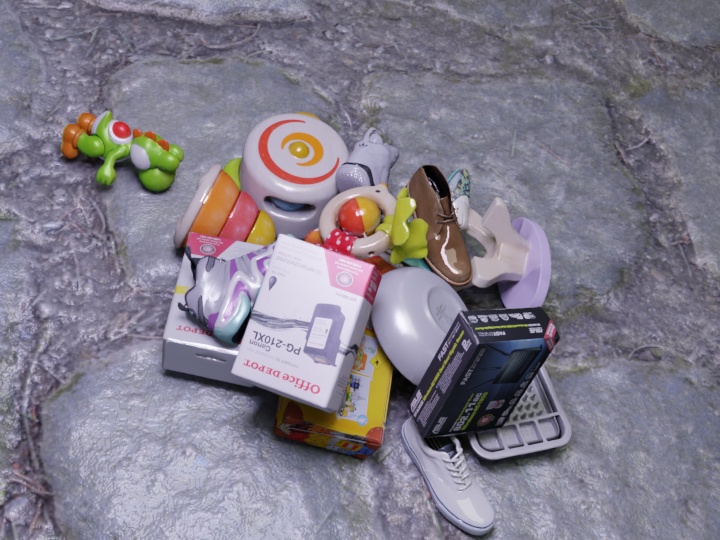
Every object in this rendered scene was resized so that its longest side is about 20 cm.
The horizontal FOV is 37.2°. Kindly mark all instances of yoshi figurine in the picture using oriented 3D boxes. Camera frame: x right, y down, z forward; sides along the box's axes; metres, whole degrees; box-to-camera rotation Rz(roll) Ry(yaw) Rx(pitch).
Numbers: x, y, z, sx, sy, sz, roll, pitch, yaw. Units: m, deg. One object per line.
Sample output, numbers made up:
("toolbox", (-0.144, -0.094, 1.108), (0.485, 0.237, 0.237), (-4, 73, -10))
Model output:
("yoshi figurine", (-0.381, -0.184, 1.745), (0.196, 0.112, 0.114), (17, 84, 12))

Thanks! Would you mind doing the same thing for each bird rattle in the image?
("bird rattle", (0.000, -0.053, 1.593), (0.197, 0.113, 0.165), (-23, 47, 4))

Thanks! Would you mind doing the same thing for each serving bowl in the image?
("serving bowl", (0.107, 0.077, 1.584), (0.198, 0.065, 0.203), (30, 42, -31))

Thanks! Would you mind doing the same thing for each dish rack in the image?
("dish rack", (0.218, 0.199, 1.646), (0.168, 0.044, 0.203), (-7, 57, -19))

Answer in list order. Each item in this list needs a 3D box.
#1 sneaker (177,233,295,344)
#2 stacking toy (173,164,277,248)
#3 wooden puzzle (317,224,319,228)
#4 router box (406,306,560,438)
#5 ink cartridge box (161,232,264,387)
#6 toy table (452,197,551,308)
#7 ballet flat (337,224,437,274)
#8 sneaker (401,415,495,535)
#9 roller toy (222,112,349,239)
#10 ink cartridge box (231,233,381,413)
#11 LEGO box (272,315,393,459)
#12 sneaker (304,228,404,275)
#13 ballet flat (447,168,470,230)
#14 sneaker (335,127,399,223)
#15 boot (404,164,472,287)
("sneaker", (-0.186, -0.005, 1.529), (0.138, 0.078, 0.201), (29, 52, 8))
("stacking toy", (-0.183, -0.061, 1.683), (0.198, 0.146, 0.148), (29, 51, -8))
("wooden puzzle", (-0.022, 0.035, 1.682), (0.183, 0.037, 0.201), (33, 51, -6))
("router box", (0.170, 0.143, 1.500), (0.147, 0.202, 0.063), (-2, 43, -31))
("ink cartridge box", (-0.205, 0.057, 1.582), (0.142, 0.084, 0.203), (12, 51, -4))
("toy table", (0.225, -0.024, 1.735), (0.115, 0.186, 0.201), (19, 23, -18))
("ballet flat", (0.051, -0.032, 1.705), (0.197, 0.070, 0.070), (27, 52, 0))
("sneaker", (0.126, 0.287, 1.539), (0.072, 0.071, 0.201), (-26, 65, -29))
("roller toy", (-0.108, -0.160, 1.757), (0.198, 0.141, 0.183), (-30, 67, -32))
("ink cartridge box", (-0.072, 0.074, 1.451), (0.142, 0.084, 0.204), (18, 82, 12))
("LEGO box", (-0.033, 0.151, 1.558), (0.146, 0.077, 0.203), (18, 61, -14))
("sneaker", (0.000, 0.000, 1.648), (0.198, 0.073, 0.078), (30, 52, -7))
("ballet flat", (0.138, -0.067, 1.749), (0.074, 0.074, 0.202), (32, 96, 10))
("sneaker", (0.027, -0.134, 1.737), (0.074, 0.201, 0.116), (11, 59, 27))
("boot", (0.125, -0.072, 1.666), (0.072, 0.076, 0.203), (-13, 68, -23))
